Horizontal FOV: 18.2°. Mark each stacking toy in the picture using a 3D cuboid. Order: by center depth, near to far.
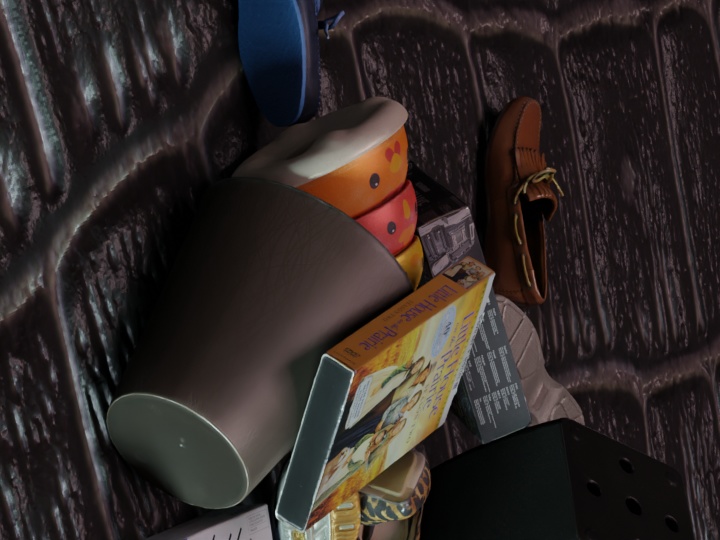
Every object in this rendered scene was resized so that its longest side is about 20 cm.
[{"bbox_3d":[0.002,-0.016,1.686,0.201,0.145,0.146,64,34,-14],"label":"stacking toy"}]

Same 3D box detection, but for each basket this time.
[{"bbox_3d":[-0.081,0.058,1.579,0.200,0.180,0.136,-58,173,-37],"label":"basket"}]

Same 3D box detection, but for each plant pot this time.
[{"bbox_3d":[0.168,0.240,1.832,0.199,0.177,0.200,27,38,-27],"label":"plant pot"}]

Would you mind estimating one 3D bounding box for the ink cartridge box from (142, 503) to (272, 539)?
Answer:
[{"bbox_3d":[-0.125,0.231,1.567,0.200,0.044,0.095,-16,97,-60],"label":"ink cartridge box"}]

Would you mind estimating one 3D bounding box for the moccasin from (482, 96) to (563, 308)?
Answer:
[{"bbox_3d":[0.153,-0.064,2.077,0.074,0.077,0.203,38,53,-52],"label":"moccasin"}]

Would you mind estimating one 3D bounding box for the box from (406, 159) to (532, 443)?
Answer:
[{"bbox_3d":[0.070,0.023,1.854,0.158,0.049,0.201,-137,-153,-67],"label":"box"}]

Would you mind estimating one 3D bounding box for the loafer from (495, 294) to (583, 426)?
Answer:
[{"bbox_3d":[0.134,0.098,2.030,0.072,0.063,0.200,-55,131,-26],"label":"loafer"}]

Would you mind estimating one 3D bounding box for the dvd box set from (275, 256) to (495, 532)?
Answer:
[{"bbox_3d":[0.019,0.087,1.607,0.200,0.029,0.147,-32,146,-52],"label":"dvd box set"}]

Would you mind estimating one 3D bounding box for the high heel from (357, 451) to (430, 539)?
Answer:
[{"bbox_3d":[0.030,0.214,1.739,0.200,0.071,0.144,-158,-126,-79],"label":"high heel"}]

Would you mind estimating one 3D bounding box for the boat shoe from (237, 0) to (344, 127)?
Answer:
[{"bbox_3d":[-0.051,-0.213,1.734,0.068,0.084,0.202,-8,95,-49],"label":"boat shoe"}]

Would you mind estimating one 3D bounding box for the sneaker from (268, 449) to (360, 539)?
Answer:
[{"bbox_3d":[-0.036,0.229,1.695,0.088,0.075,0.201,-129,-134,-72],"label":"sneaker"}]
